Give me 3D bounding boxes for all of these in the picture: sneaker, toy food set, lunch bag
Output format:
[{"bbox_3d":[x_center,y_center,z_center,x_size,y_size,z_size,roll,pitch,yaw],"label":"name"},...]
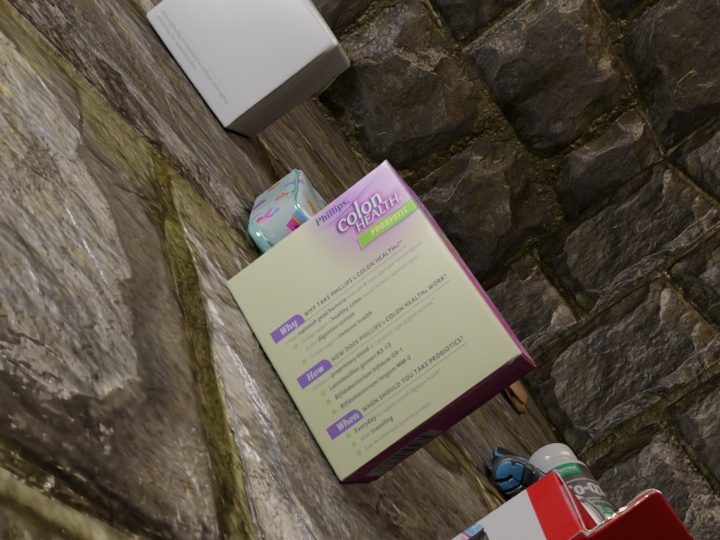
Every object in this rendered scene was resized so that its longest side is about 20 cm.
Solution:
[{"bbox_3d":[0.282,0.342,1.368,0.200,0.073,0.082,42,5,-10],"label":"sneaker"},{"bbox_3d":[0.391,0.290,2.426,0.200,0.049,0.198,47,11,-42],"label":"toy food set"},{"bbox_3d":[-0.053,-0.023,0.999,0.161,0.077,0.200,53,8,-17],"label":"lunch bag"}]

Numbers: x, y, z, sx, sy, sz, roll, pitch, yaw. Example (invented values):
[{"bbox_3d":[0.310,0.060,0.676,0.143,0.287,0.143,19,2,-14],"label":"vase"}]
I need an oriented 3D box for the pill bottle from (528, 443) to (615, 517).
[{"bbox_3d":[0.381,0.414,1.591,0.113,0.113,0.200,49,9,-34],"label":"pill bottle"}]

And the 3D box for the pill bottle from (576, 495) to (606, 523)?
[{"bbox_3d":[0.272,0.359,1.174,0.114,0.114,0.200,57,8,20],"label":"pill bottle"}]

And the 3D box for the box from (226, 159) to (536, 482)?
[{"bbox_3d":[0.017,0.046,0.751,0.201,0.175,0.097,56,8,20],"label":"box"}]

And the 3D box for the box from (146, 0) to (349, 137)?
[{"bbox_3d":[-0.153,-0.330,1.266,0.200,0.199,0.171,55,6,0],"label":"box"}]

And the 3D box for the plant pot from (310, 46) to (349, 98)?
[{"bbox_3d":[-0.171,-0.702,2.870,0.193,0.200,0.201,38,14,-24],"label":"plant pot"}]

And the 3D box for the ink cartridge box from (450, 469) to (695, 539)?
[{"bbox_3d":[0.099,0.199,0.494,0.116,0.199,0.067,52,8,-14],"label":"ink cartridge box"}]
